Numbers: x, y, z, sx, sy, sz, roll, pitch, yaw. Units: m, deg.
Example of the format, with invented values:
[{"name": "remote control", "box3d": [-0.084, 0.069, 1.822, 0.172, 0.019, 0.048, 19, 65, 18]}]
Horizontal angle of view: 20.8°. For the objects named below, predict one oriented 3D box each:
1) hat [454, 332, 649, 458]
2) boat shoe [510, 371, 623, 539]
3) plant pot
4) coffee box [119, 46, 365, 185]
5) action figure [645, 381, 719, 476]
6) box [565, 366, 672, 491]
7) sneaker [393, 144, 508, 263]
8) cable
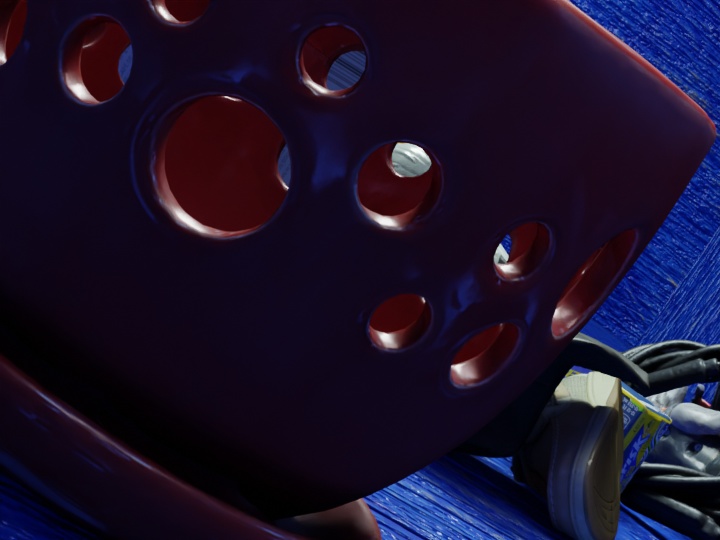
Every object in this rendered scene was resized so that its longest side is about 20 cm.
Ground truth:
[{"name": "hat", "box3d": [0.048, 0.049, 1.026, 0.200, 0.081, 0.201, 22, 1, 0]}, {"name": "boat shoe", "box3d": [0.112, 0.101, 1.088, 0.064, 0.073, 0.200, 0, 13, 9]}, {"name": "plant pot", "box3d": [-0.032, -0.024, 0.545, 0.200, 0.183, 0.200, 35, 4, -3]}, {"name": "coffee box", "box3d": [-0.110, -0.147, 1.101, 0.200, 0.200, 0.198, 28, 8, -46]}, {"name": "action figure", "box3d": [0.269, 0.126, 1.430, 0.104, 0.201, 0.193, -9, 27, -33]}, {"name": "box", "box3d": [0.105, 0.065, 1.302, 0.200, 0.070, 0.064, 38, 5, 27]}, {"name": "sneaker", "box3d": [0.063, 0.011, 1.250, 0.201, 0.072, 0.072, 63, -13, -3]}, {"name": "cable", "box3d": [0.221, 0.103, 1.352, 0.199, 0.163, 0.051, 23, -39, 30]}]
